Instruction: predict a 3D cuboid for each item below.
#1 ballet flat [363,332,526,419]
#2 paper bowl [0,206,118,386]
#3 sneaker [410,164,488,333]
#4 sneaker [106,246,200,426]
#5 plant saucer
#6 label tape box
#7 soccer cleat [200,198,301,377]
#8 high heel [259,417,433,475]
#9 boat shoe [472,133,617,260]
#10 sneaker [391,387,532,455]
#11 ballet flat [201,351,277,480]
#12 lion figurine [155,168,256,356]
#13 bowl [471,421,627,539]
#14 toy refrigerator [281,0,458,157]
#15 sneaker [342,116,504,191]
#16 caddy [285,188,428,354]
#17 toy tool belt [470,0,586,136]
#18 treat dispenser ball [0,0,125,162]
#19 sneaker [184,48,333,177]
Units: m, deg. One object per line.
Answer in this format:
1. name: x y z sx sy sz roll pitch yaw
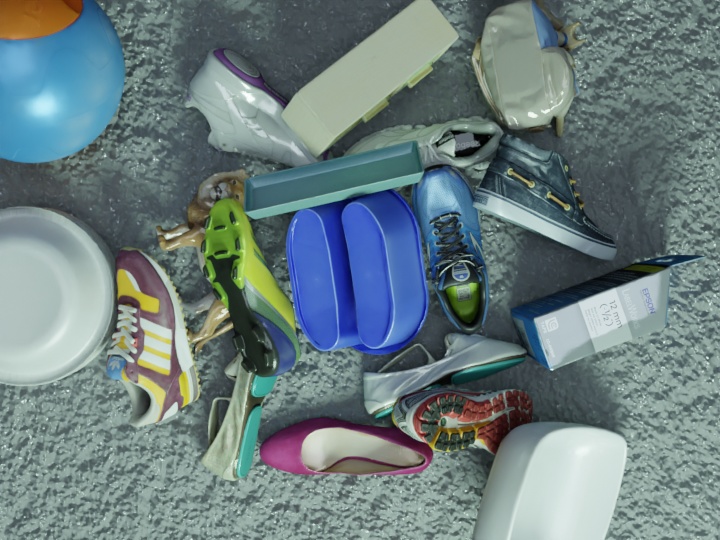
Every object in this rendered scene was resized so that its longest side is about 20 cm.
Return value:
1. ballet flat: 0.093 0.109 1.248 0.198 0.069 0.070 -21 93 0
2. paper bowl: -0.374 0.028 1.204 0.198 0.104 0.203 0 90 -2
3. sneaker: 0.110 -0.022 1.204 0.078 0.089 0.202 -16 109 2
4. sneaker: -0.244 0.076 1.190 0.090 0.075 0.202 -30 112 -36
5. plant saucer: -0.030 -0.098 1.174 0.198 0.070 0.019 -13 127 4
6. label tape box: 0.281 0.042 1.208 0.198 0.143 0.067 -19 92 -1
7. soccer cleat: -0.118 0.018 1.184 0.064 0.083 0.202 -18 89 34
8. high heel: -0.017 0.210 1.226 0.198 0.096 0.068 3 92 -2
9. boat shoe: 0.224 -0.080 1.212 0.199 0.071 0.092 21 93 -28
10. sneaker: 0.120 0.162 1.216 0.199 0.082 0.079 14 87 -39
11. ballet flat: -0.138 0.141 1.238 0.062 0.067 0.202 17 90 18
12. lion figurine: -0.162 -0.010 1.236 0.121 0.072 0.202 -15 106 -9
13. bowl: 0.205 0.261 1.213 0.199 0.074 0.202 13 95 -46
14. toy refrigerator: 0.013 -0.213 1.191 0.200 0.076 0.070 -42 93 -22
15. sneaker: 0.070 -0.136 1.228 0.198 0.081 0.076 -15 94 0
16. caddy: 0.000 0.000 1.210 0.140 0.105 0.202 -4 97 30
17. toy tool belt: 0.191 -0.255 1.225 0.124 0.123 0.202 -15 83 25
18. treat dispenser ball: -0.353 -0.216 1.147 0.199 0.201 0.203 0 92 -2
19. sneaker: -0.114 -0.160 1.235 0.200 0.075 0.100 42 113 -5
